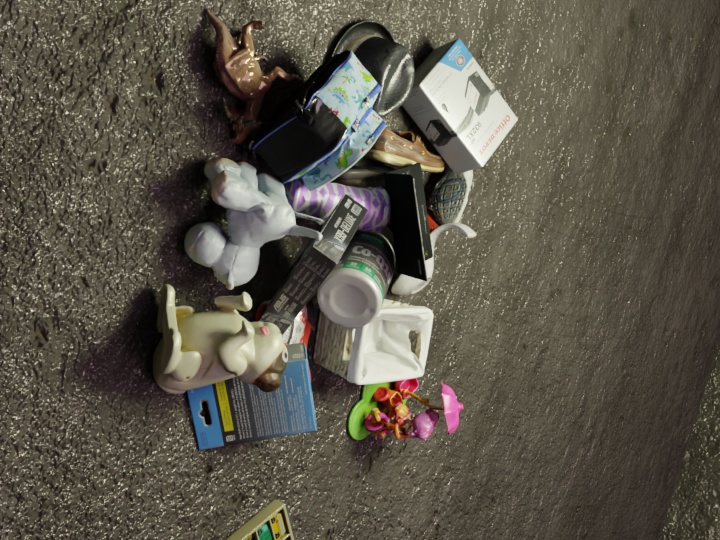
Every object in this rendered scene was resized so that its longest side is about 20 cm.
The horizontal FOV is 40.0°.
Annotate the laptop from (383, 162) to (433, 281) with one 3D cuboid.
[{"bbox_3d":[0.106,-0.089,1.709,0.200,0.103,0.179,-23,108,-55],"label":"laptop"}]

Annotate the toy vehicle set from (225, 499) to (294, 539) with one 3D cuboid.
[{"bbox_3d":[-0.169,0.530,1.787,0.124,0.026,0.202,-34,125,-38],"label":"toy vehicle set"}]

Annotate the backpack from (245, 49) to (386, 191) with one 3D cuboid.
[{"bbox_3d":[-0.051,-0.234,1.566,0.147,0.183,0.201,44,47,-15],"label":"backpack"}]

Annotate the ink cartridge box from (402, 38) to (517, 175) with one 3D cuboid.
[{"bbox_3d":[0.183,-0.305,1.856,0.200,0.083,0.145,49,61,-20],"label":"ink cartridge box"}]

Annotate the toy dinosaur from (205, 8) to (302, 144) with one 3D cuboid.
[{"bbox_3d":[-0.183,-0.291,1.492,0.136,0.086,0.200,-49,128,-18],"label":"toy dinosaur"}]

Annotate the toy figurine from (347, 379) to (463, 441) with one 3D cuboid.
[{"bbox_3d":[0.101,0.269,1.903,0.200,0.183,0.151,-46,132,-29],"label":"toy figurine"}]

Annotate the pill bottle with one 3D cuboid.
[{"bbox_3d":[0.000,0.000,1.712,0.200,0.112,0.114,-69,151,-57],"label":"pill bottle"}]

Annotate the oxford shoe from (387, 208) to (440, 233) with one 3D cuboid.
[{"bbox_3d":[0.089,-0.070,1.898,0.199,0.071,0.073,-26,154,-51],"label":"oxford shoe"}]

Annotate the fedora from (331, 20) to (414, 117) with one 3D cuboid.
[{"bbox_3d":[0.030,-0.330,1.714,0.200,0.091,0.202,-17,113,-45],"label":"fedora"}]

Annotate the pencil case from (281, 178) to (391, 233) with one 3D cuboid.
[{"bbox_3d":[-0.042,-0.118,1.661,0.199,0.084,0.086,8,69,-31],"label":"pencil case"}]

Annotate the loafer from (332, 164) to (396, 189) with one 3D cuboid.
[{"bbox_3d":[0.021,-0.151,1.783,0.199,0.073,0.072,-2,107,-39],"label":"loafer"}]

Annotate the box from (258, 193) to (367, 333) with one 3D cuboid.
[{"bbox_3d":[-0.077,-0.007,1.589,0.200,0.050,0.158,-51,-173,40],"label":"box"}]

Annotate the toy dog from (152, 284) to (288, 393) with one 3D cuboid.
[{"bbox_3d":[-0.206,0.127,1.498,0.198,0.140,0.195,5,119,-21],"label":"toy dog"}]

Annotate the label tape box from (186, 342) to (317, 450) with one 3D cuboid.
[{"bbox_3d":[-0.179,0.206,1.628,0.198,0.063,0.145,-8,117,-4],"label":"label tape box"}]

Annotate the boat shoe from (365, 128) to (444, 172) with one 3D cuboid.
[{"bbox_3d":[0.092,-0.223,1.835,0.199,0.072,0.068,6,99,-47],"label":"boat shoe"}]

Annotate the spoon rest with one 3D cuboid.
[{"bbox_3d":[0.131,-0.024,1.898,0.200,0.061,0.099,-44,163,22],"label":"spoon rest"}]

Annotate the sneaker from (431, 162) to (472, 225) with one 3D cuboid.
[{"bbox_3d":[0.193,-0.170,1.947,0.087,0.074,0.202,46,51,-55],"label":"sneaker"}]

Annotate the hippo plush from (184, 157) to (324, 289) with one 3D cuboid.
[{"bbox_3d":[-0.181,-0.062,1.526,0.199,0.159,0.161,31,106,-11],"label":"hippo plush"}]

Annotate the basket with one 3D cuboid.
[{"bbox_3d":[0.022,0.124,1.816,0.199,0.123,0.137,1,100,-49],"label":"basket"}]

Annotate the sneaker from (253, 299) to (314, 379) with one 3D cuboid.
[{"bbox_3d":[-0.139,0.145,1.681,0.107,0.067,0.203,0,98,-48],"label":"sneaker"}]
